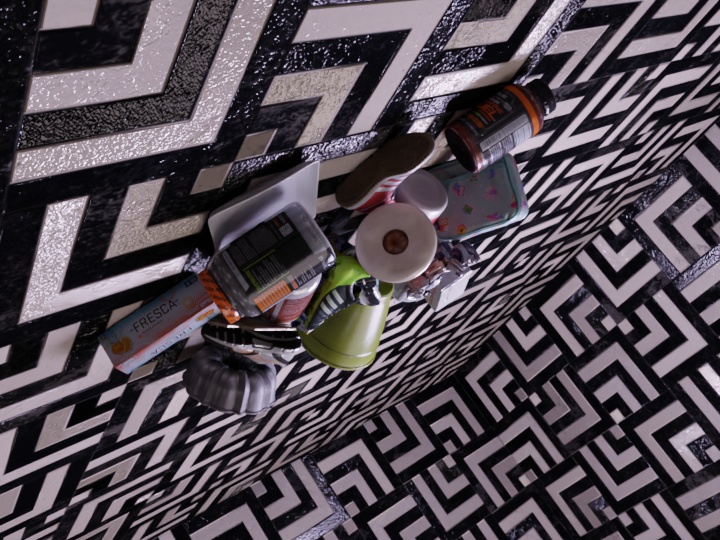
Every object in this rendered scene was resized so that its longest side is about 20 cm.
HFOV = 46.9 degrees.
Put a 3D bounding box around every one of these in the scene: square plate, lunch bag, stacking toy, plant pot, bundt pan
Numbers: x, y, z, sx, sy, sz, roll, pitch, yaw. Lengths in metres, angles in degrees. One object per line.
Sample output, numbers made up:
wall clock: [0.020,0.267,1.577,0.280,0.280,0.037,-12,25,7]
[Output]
square plate: [-0.157,-0.092,1.344,0.198,0.028,0.200,-30,162,-16]
lunch bag: [0.220,-0.151,1.649,0.200,0.161,0.077,-16,178,27]
stacking toy: [0.077,-0.032,1.543,0.146,0.146,0.200,-36,163,1]
plant pot: [-0.020,0.083,1.846,0.200,0.200,0.193,-17,143,-47]
bundt pan: [-0.262,0.212,1.708,0.202,0.202,0.076,-11,125,-55]

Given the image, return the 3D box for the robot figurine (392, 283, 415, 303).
robot figurine: [0.127,0.000,1.996,0.200,0.113,0.170,-56,-177,47]

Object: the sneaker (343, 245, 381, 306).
sneaker: [0.000,0.000,1.623,0.077,0.080,0.200,2,154,7]

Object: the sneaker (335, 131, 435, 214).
sneaker: [0.058,-0.169,1.479,0.200,0.071,0.112,-33,161,16]

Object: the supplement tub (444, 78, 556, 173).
supplement tub: [0.263,-0.274,1.536,0.200,0.107,0.107,-34,163,-7]

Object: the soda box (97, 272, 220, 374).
soda box: [-0.340,0.091,1.412,0.200,0.068,0.064,-33,163,-6]

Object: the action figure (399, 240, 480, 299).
action figure: [0.153,0.001,1.599,0.130,0.069,0.200,-24,-171,39]

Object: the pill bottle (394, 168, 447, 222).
pill bottle: [0.076,-0.099,1.632,0.112,0.112,0.200,-20,158,-42]

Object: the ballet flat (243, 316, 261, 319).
ballet flat: [-0.200,0.089,1.688,0.200,0.069,0.069,-45,161,31]

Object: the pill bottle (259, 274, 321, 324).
pill bottle: [-0.133,0.014,1.507,0.112,0.112,0.200,-27,166,-25]

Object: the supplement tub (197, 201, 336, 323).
supplement tub: [-0.150,-0.010,1.322,0.200,0.123,0.123,-33,163,-6]

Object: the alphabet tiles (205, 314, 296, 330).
alphabet tiles: [-0.224,0.095,1.539,0.200,0.166,0.006,7,92,-61]

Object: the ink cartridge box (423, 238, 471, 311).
ink cartridge box: [0.144,-0.029,1.799,0.084,0.200,0.146,-32,163,-12]

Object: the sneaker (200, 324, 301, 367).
sneaker: [-0.222,0.150,1.649,0.200,0.074,0.080,15,132,-15]

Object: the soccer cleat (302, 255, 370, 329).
soccer cleat: [-0.047,0.053,1.567,0.068,0.081,0.200,-83,-160,-48]

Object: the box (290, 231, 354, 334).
box: [-0.081,0.027,1.651,0.070,0.064,0.200,-35,156,-55]
